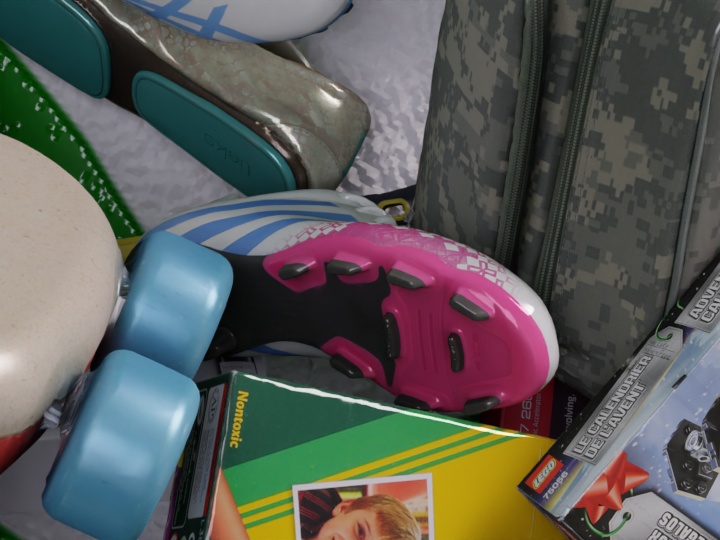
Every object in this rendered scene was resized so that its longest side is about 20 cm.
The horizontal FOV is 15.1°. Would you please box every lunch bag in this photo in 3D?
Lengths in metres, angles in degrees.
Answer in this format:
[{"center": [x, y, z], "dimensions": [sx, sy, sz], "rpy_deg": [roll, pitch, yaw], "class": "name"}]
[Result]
[{"center": [0.098, -0.059, 1.005], "dimensions": [0.167, 0.139, 0.201], "rpy_deg": [34, 129, 37], "class": "lunch bag"}]

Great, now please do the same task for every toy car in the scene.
[{"center": [-0.171, 0.063, 0.948], "dimensions": [0.183, 0.177, 0.201], "rpy_deg": [25, 115, -7], "class": "toy car"}]

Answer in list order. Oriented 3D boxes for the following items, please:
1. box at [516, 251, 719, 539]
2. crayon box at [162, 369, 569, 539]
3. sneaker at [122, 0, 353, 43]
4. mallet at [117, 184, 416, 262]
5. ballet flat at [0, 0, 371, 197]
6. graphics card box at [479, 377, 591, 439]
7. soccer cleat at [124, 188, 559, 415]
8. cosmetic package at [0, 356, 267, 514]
[{"center": [0.167, 0.089, 0.953], "dimensions": [0.137, 0.040, 0.200], "rpy_deg": [-48, 115, -5], "class": "box"}, {"center": [0.012, 0.151, 0.945], "dimensions": [0.171, 0.058, 0.202], "rpy_deg": [12, 79, -18], "class": "crayon box"}, {"center": [-0.095, -0.140, 1.042], "dimensions": [0.199, 0.072, 0.072], "rpy_deg": [24, 101, 10], "class": "sneaker"}, {"center": [-0.072, -0.021, 1.114], "dimensions": [0.199, 0.041, 0.066], "rpy_deg": [-16, 85, 4], "class": "mallet"}, {"center": [-0.083, -0.094, 1.107], "dimensions": [0.199, 0.068, 0.062], "rpy_deg": [35, 60, 10], "class": "ballet flat"}, {"center": [0.140, 0.112, 1.039], "dimensions": [0.198, 0.051, 0.126], "rpy_deg": [9, 78, -5], "class": "graphics card box"}, {"center": [0.000, 0.000, 1.007], "dimensions": [0.199, 0.086, 0.070], "rpy_deg": [9, 123, 37], "class": "soccer cleat"}, {"center": [-0.137, 0.049, 1.058], "dimensions": [0.198, 0.051, 0.083], "rpy_deg": [-4, 47, -15], "class": "cosmetic package"}]
